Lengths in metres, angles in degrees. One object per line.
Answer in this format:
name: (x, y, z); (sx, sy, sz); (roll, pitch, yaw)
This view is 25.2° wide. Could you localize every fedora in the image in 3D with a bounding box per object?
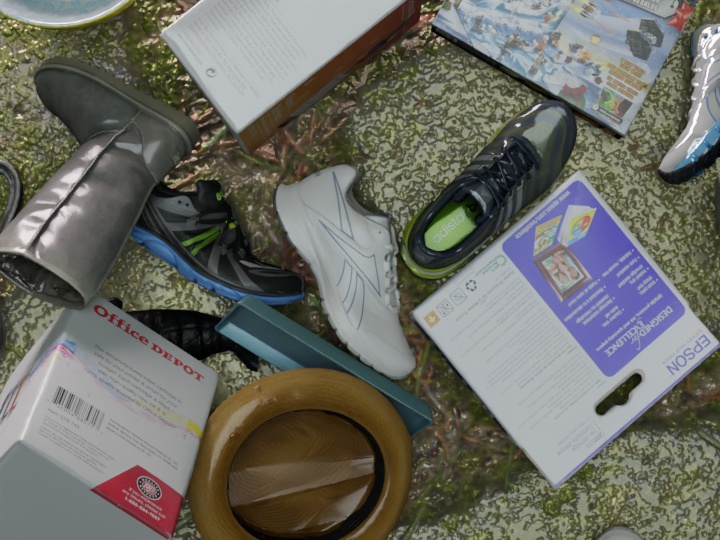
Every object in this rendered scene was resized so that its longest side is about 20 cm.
fedora: (-0.056, 0.171, 1.386); (0.198, 0.082, 0.203); (-2, 98, -16)

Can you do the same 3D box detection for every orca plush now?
orca plush: (-0.188, 0.078, 1.406); (0.197, 0.071, 0.107); (3, 88, 0)

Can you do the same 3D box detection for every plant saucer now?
plant saucer: (-0.030, 0.085, 1.395); (0.199, 0.070, 0.019); (33, 59, -9)

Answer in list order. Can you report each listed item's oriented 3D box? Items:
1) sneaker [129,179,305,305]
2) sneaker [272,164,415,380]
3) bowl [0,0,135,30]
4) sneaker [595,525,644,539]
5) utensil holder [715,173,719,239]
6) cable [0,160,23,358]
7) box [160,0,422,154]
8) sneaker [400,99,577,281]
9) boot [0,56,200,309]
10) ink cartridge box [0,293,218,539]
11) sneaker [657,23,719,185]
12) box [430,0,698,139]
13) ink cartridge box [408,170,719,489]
sneaker: (-0.132, -0.033, 1.410); (0.198, 0.071, 0.083); (32, 95, 4)
sneaker: (0.000, 0.000, 1.401); (0.086, 0.074, 0.202); (-28, 89, 9)
bowl: (-0.253, -0.302, 1.401); (0.197, 0.108, 0.203); (0, 88, 1)
sneaker: (0.210, 0.323, 1.390); (0.072, 0.085, 0.202); (16, 87, 2)
utensil holder: (0.418, -0.031, 1.363); (0.198, 0.170, 0.172); (-14, 88, 3)
cable: (-0.338, 0.004, 1.418); (0.096, 0.050, 0.202); (25, 89, 8)
box: (-0.054, -0.208, 1.375); (0.199, 0.152, 0.107); (-38, 87, -1)
sneaker: (0.116, -0.069, 1.404); (0.074, 0.081, 0.200); (42, 90, 0)
boot: (-0.251, -0.076, 1.361); (0.180, 0.073, 0.201); (22, 64, 22)
ink cartridge box: (-0.225, 0.148, 1.308); (0.145, 0.201, 0.145); (35, 123, -15)
sneaker: (0.315, -0.167, 1.421); (0.086, 0.075, 0.201); (37, 83, 12)
box: (0.180, -0.226, 1.431); (0.199, 0.040, 0.138); (30, 89, 1)
ink cartridge box: (0.179, 0.052, 1.419); (0.198, 0.043, 0.201); (-39, 86, -1)
